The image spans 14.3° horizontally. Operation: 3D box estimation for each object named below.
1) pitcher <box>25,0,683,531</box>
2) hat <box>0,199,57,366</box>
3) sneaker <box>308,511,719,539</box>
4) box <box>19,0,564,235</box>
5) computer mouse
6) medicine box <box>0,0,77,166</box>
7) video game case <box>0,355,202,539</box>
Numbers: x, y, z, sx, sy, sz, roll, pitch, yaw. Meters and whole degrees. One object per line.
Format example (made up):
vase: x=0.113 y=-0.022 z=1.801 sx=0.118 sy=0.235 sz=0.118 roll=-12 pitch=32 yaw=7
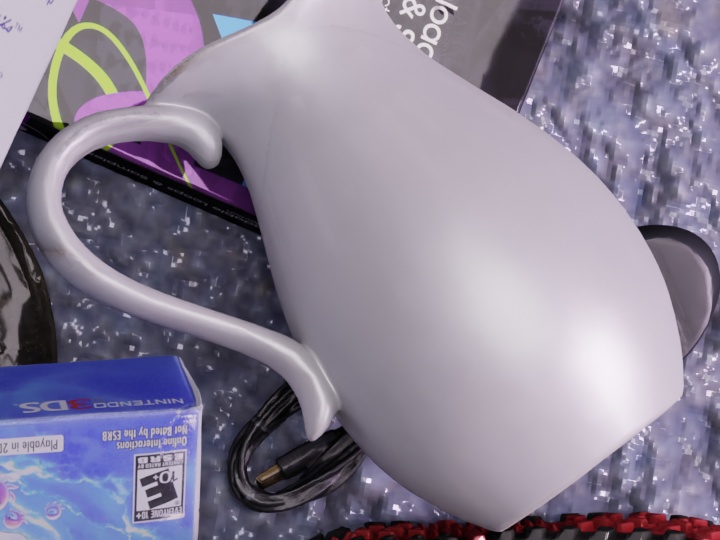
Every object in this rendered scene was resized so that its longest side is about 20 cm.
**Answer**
pitcher: x=0.000 y=0.000 z=0.973 sx=0.171 sy=0.121 sz=0.200 roll=-36 pitch=86 yaw=-17
hat: x=-0.190 y=0.037 z=0.981 sx=0.200 sy=0.081 sz=0.202 roll=1 pitch=83 yaw=-10
sneaker: x=0.072 y=0.137 z=1.037 sx=0.199 sy=0.079 sz=0.096 roll=-1 pitch=94 yaw=-3
box: x=-0.034 y=-0.091 z=1.051 sx=0.199 sy=0.036 sz=0.144 roll=23 pitch=80 yaw=-10
computer mouse: x=0.042 y=0.036 z=1.059 sx=0.199 sy=0.034 sz=0.059 roll=-22 pitch=101 yaw=-8
medicine box: x=-0.184 y=-0.129 z=0.945 sx=0.182 sy=0.103 sz=0.201 roll=18 pitch=77 yaw=31
video game case: x=-0.155 y=0.124 z=0.950 sx=0.199 sy=0.045 sz=0.182 roll=-3 pitch=116 yaw=-15
